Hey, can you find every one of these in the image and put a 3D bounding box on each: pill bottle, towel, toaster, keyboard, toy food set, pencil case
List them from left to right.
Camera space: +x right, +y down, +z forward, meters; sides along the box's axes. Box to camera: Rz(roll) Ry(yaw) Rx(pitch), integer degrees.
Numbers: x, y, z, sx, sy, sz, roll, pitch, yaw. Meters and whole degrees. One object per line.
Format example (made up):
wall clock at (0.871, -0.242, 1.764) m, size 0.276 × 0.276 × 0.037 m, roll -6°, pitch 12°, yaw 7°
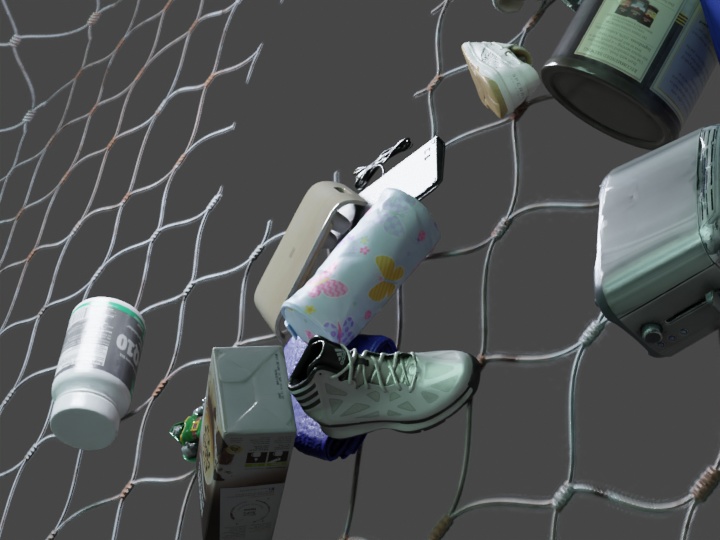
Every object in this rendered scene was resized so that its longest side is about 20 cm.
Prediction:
pill bottle at (-0.374, 0.146, 2.221) m, size 0.113 × 0.113 × 0.202 m, roll -35°, pitch 33°, yaw 35°
toy food set at (-0.058, -0.009, 1.912) m, size 0.202 × 0.060 × 0.143 m, roll -62°, pitch 18°, yaw 5°
towel at (-0.041, 0.137, 1.744) m, size 0.199 × 0.049 × 0.149 m, roll 6°, pitch 62°, yaw 59°
pencil case at (0.000, 0.000, 1.726) m, size 0.090 × 0.083 × 0.200 m, roll 19°, pitch 61°, yaw 44°
keyboard at (0.032, -0.100, 1.911) m, size 0.199 × 0.020 × 0.128 m, roll -34°, pitch 40°, yaw 36°
toaster at (0.276, -0.034, 1.320) m, size 0.128 × 0.113 × 0.202 m, roll -28°, pitch 36°, yaw 37°

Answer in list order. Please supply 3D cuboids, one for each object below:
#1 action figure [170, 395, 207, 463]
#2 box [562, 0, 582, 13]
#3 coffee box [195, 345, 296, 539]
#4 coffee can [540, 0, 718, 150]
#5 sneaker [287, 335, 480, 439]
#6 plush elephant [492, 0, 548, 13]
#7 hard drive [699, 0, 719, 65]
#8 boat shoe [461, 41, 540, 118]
action figure at (-0.180, 0.194, 1.913) m, size 0.199 × 0.054 × 0.119 m, roll -19°, pitch 47°, yaw 57°
box at (0.266, -0.385, 1.694) m, size 0.160 × 0.044 × 0.200 m, roll 46°, pitch 106°, yaw 19°
coffee box at (-0.125, 0.188, 1.667) m, size 0.201 × 0.079 × 0.114 m, roll 103°, pitch 161°, yaw -45°
coffee can at (0.282, -0.237, 1.495) m, size 0.201 × 0.146 × 0.146 m, roll -59°, pitch 27°, yaw -8°
sneaker at (0.014, 0.109, 1.563) m, size 0.199 × 0.115 × 0.076 m, roll -18°, pitch 51°, yaw 28°
plush elephant at (0.195, -0.392, 1.836) m, size 0.197 × 0.167 × 0.155 m, roll -7°, pitch 5°, yaw 17°
hard drive at (0.344, -0.179, 1.345) m, size 0.025 × 0.133 × 0.201 m, roll -24°, pitch 31°, yaw 3°
boat shoe at (0.164, -0.225, 1.783) m, size 0.069 × 0.071 × 0.200 m, roll -25°, pitch 23°, yaw 2°
